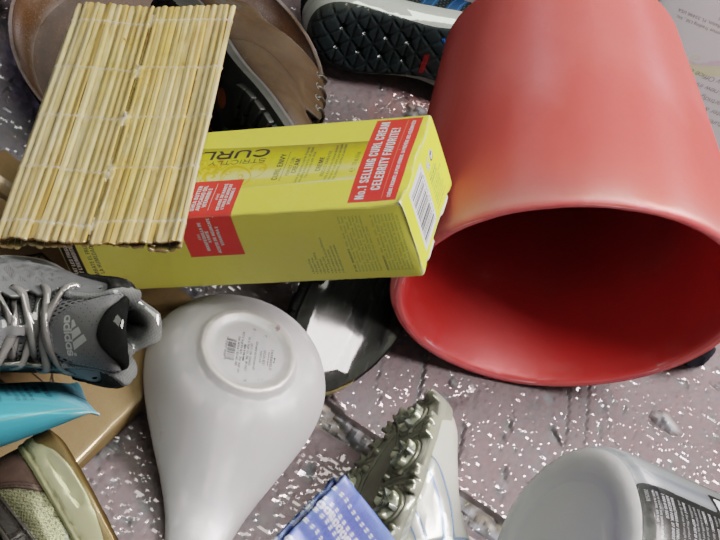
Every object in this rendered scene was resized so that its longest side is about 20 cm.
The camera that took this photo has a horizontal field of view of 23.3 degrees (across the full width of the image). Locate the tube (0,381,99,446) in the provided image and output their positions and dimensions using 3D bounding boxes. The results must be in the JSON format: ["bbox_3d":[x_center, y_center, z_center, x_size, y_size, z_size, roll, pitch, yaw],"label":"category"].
[{"bbox_3d":[-0.223,0.077,0.803,0.198,0.051,0.077,-11,15,-16],"label":"tube"}]

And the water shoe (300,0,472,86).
[{"bbox_3d":[0.057,-0.161,1.156,0.198,0.072,0.079,15,39,-18],"label":"water shoe"}]

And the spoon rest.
[{"bbox_3d":[-0.072,0.093,0.888,0.098,0.061,0.201,18,46,-8],"label":"spoon rest"}]

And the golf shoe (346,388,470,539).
[{"bbox_3d":[0.030,0.159,0.889,0.097,0.078,0.201,33,49,-20],"label":"golf shoe"}]

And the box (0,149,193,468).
[{"bbox_3d":[-0.191,0.037,0.906,0.163,0.021,0.200,37,46,8],"label":"box"}]

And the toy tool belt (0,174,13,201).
[{"bbox_3d":[-0.273,-0.065,0.897,0.198,0.126,0.123,23,11,19],"label":"toy tool belt"}]

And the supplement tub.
[{"bbox_3d":[0.172,0.174,0.875,0.199,0.122,0.123,25,43,-28],"label":"supplement tub"}]

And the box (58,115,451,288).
[{"bbox_3d":[-0.057,-0.034,0.905,0.198,0.050,0.076,-1,42,22],"label":"box"}]

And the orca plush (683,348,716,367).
[{"bbox_3d":[0.157,-0.029,1.091,0.104,0.071,0.201,-14,59,-33],"label":"orca plush"}]

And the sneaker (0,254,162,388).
[{"bbox_3d":[-0.165,0.021,0.794,0.115,0.076,0.199,6,5,33],"label":"sneaker"}]

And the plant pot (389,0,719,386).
[{"bbox_3d":[0.117,-0.058,0.994,0.198,0.201,0.179,12,57,-16],"label":"plant pot"}]

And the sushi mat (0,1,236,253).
[{"bbox_3d":[-0.125,-0.080,0.920,0.095,0.012,0.201,3,44,4],"label":"sushi mat"}]

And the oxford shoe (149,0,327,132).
[{"bbox_3d":[-0.045,-0.090,1.005,0.084,0.073,0.201,-11,58,-34],"label":"oxford shoe"}]

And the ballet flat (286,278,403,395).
[{"bbox_3d":[0.000,0.000,1.020,0.066,0.057,0.201,43,49,-18],"label":"ballet flat"}]

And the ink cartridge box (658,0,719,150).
[{"bbox_3d":[0.244,-0.151,1.145,0.146,0.201,0.086,20,46,-8],"label":"ink cartridge box"}]

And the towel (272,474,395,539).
[{"bbox_3d":[-0.029,0.208,0.764,0.200,0.024,0.145,-46,107,-25],"label":"towel"}]

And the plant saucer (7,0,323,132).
[{"bbox_3d":[-0.120,-0.125,1.069,0.198,0.032,0.202,13,49,-15],"label":"plant saucer"}]

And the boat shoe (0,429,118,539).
[{"bbox_3d":[-0.123,0.173,0.799,0.064,0.073,0.201,-26,74,-10],"label":"boat shoe"}]
